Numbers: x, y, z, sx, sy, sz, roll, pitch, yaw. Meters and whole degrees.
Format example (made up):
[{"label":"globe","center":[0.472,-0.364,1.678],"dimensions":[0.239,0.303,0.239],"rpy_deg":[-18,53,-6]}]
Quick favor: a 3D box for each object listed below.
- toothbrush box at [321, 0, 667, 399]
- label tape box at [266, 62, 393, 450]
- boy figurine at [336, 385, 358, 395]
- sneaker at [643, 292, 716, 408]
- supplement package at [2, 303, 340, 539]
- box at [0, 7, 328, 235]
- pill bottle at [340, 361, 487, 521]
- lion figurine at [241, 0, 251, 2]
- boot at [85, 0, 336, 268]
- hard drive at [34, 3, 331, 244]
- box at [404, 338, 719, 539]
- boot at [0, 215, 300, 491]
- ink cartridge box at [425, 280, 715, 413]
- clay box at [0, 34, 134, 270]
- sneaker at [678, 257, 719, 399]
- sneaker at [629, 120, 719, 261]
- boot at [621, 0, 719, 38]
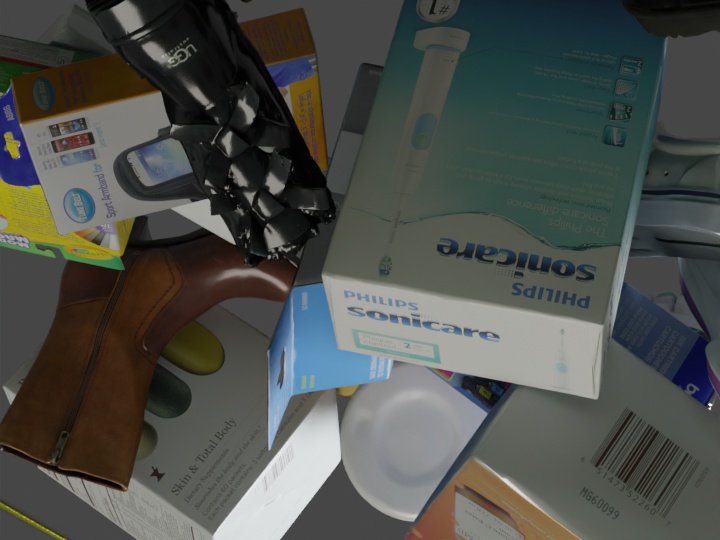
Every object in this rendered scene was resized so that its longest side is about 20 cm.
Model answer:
[{"label":"toothbrush box","center":[0.076,-0.049,0.916],"dimensions":[0.145,0.201,0.085],"rpy_deg":[9,151,11]},{"label":"label tape box","center":[0.000,0.000,1.042],"dimensions":[0.063,0.201,0.144],"rpy_deg":[14,152,5]},{"label":"boy figurine","center":[0.016,0.035,1.241],"dimensions":[0.123,0.065,0.200],"rpy_deg":[-4,160,-17]},{"label":"sneaker","center":[0.161,0.068,1.192],"dimensions":[0.199,0.092,0.078],"rpy_deg":[-5,145,35]},{"label":"supplement package","center":[-0.139,0.119,1.320],"dimensions":[0.199,0.152,0.151],"rpy_deg":[32,156,18]},{"label":"box","center":[-0.121,-0.084,1.031],"dimensions":[0.199,0.042,0.119],"rpy_deg":[-16,149,-6]},{"label":"pill bottle","center":[0.064,0.126,1.267],"dimensions":[0.113,0.115,0.200],"rpy_deg":[7,175,17]},{"label":"lion figurine","center":[-0.027,-0.206,0.830],"dimensions":[0.122,0.073,0.200],"rpy_deg":[-18,133,22]},{"label":"boot","center":[-0.078,-0.104,0.892],"dimensions":[0.073,0.199,0.163],"rpy_deg":[-29,118,6]},{"label":"hard drive","center":[-0.132,-0.091,1.137],"dimensions":[0.199,0.026,0.132],"rpy_deg":[30,149,-23]},{"label":"box","center":[0.129,0.137,0.986],"dimensions":[0.152,0.107,0.200],"rpy_deg":[36,157,6]},{"label":"boot","center":[-0.145,0.059,1.224],"dimensions":[0.187,0.201,0.069],"rpy_deg":[13,152,7]},{"label":"ink cartridge box","center":[0.139,0.063,1.072],"dimensions":[0.199,0.077,0.137],"rpy_deg":[34,157,5]},{"label":"clay box","center":[-0.212,-0.075,1.132],"dimensions":[0.114,0.048,0.200],"rpy_deg":[12,151,6]},{"label":"sneaker","center":[0.238,0.019,0.970],"dimensions":[0.099,0.200,0.075],"rpy_deg":[-37,113,18]},{"label":"sneaker","center":[0.164,-0.050,1.010],"dimensions":[0.199,0.071,0.073],"rpy_deg":[11,162,48]},{"label":"boot","center":[0.162,-0.181,0.762],"dimensions":[0.210,0.080,0.158],"rpy_deg":[-11,141,41]}]
